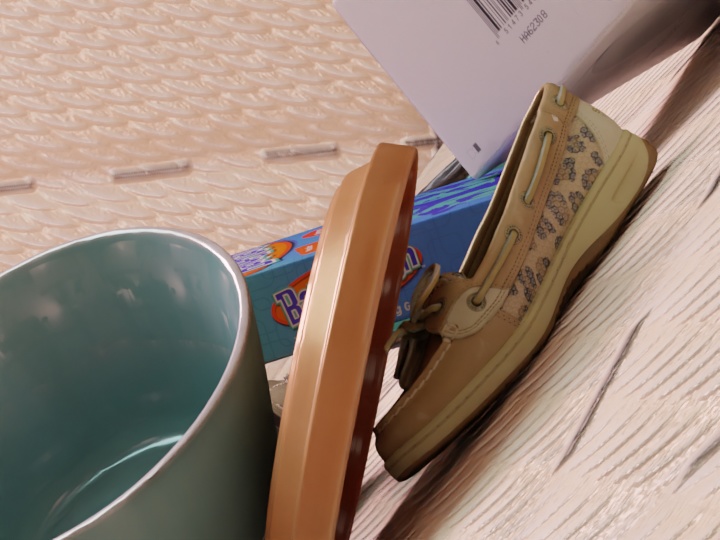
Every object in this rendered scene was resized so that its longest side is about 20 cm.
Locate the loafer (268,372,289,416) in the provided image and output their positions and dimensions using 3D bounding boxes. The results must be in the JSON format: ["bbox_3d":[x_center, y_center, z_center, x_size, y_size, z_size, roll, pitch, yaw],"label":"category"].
[{"bbox_3d":[-0.039,0.099,1.739,0.069,0.075,0.200,-12,4,8],"label":"loafer"}]

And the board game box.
[{"bbox_3d":[0.000,0.000,1.424,0.199,0.045,0.152,-18,6,3],"label":"board game box"}]

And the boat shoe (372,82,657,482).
[{"bbox_3d":[0.055,0.005,1.275,0.200,0.063,0.073,-54,4,-31],"label":"boat shoe"}]

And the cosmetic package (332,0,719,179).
[{"bbox_3d":[0.125,-0.178,1.444,0.200,0.123,0.199,-31,-12,-41],"label":"cosmetic package"}]

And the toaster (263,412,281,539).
[{"bbox_3d":[-0.087,0.128,1.532,0.129,0.114,0.200,-54,6,-12],"label":"toaster"}]

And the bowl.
[{"bbox_3d":[-0.114,0.087,1.253,0.200,0.105,0.201,-20,36,16],"label":"bowl"}]

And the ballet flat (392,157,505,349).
[{"bbox_3d":[0.052,-0.023,1.686,0.200,0.073,0.073,-46,1,-19],"label":"ballet flat"}]

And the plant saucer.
[{"bbox_3d":[-0.009,0.045,1.226,0.200,0.032,0.201,12,-90,-87],"label":"plant saucer"}]
